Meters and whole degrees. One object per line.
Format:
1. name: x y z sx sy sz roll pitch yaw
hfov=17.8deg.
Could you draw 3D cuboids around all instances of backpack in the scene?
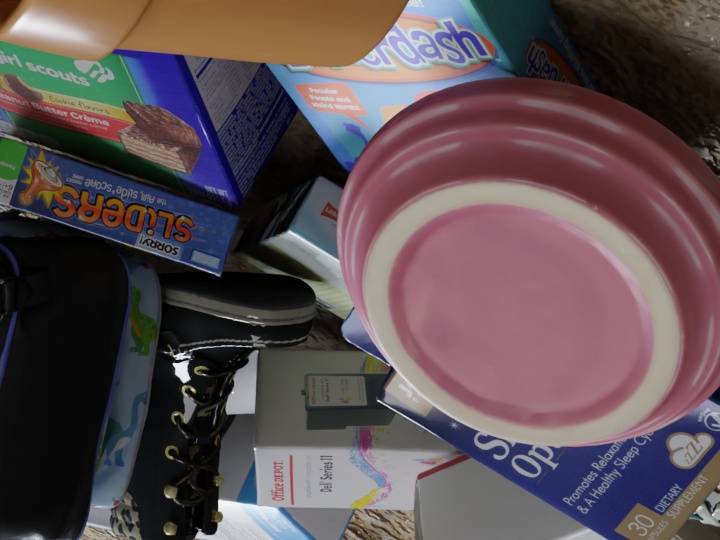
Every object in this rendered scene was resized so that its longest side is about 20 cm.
1. backpack: -0.214 0.053 1.279 0.200 0.184 0.147 16 -171 43

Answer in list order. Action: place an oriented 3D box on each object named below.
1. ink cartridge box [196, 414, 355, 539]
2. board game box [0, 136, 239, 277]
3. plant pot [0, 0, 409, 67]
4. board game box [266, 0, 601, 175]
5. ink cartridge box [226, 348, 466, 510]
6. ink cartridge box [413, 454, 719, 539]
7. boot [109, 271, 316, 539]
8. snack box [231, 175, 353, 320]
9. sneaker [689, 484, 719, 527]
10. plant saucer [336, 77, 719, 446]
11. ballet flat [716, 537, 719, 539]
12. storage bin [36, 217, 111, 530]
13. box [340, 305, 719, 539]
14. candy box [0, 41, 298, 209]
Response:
1. ink cartridge box: -0.085 0.119 1.550 0.199 0.116 0.068 1 145 43
2. board game box: -0.136 -0.036 1.277 0.135 0.035 0.200 18 180 -4
3. plant pot: -0.048 -0.164 0.883 0.140 0.201 0.200 17 160 -20
4. board game box: 0.036 -0.090 1.098 0.152 0.045 0.200 8 149 37
5. ink cartridge box: -0.006 0.099 1.401 0.199 0.068 0.117 2 156 0
6. ink cartridge box: 0.147 0.170 1.359 0.146 0.083 0.200 -26 139 26
7. boot: -0.088 0.079 1.301 0.073 0.155 0.203 -5 -176 -35
8. snack box: 0.000 0.000 1.263 0.116 0.037 0.200 31 171 -9
9. sneaker: 0.217 0.116 1.191 0.199 0.080 0.071 -5 163 10
10. plant saucer: 0.080 0.008 1.057 0.200 0.051 0.201 12 130 14
11. ballet flat: 0.225 0.178 1.270 0.069 0.070 0.200 12 177 31
12. storage bin: -0.173 0.069 1.466 0.134 0.200 0.146 15 126 0
13. box: 0.091 0.055 1.144 0.200 0.032 0.121 32 132 -1
14. candy box: -0.138 -0.132 1.152 0.169 0.077 0.200 18 154 22
